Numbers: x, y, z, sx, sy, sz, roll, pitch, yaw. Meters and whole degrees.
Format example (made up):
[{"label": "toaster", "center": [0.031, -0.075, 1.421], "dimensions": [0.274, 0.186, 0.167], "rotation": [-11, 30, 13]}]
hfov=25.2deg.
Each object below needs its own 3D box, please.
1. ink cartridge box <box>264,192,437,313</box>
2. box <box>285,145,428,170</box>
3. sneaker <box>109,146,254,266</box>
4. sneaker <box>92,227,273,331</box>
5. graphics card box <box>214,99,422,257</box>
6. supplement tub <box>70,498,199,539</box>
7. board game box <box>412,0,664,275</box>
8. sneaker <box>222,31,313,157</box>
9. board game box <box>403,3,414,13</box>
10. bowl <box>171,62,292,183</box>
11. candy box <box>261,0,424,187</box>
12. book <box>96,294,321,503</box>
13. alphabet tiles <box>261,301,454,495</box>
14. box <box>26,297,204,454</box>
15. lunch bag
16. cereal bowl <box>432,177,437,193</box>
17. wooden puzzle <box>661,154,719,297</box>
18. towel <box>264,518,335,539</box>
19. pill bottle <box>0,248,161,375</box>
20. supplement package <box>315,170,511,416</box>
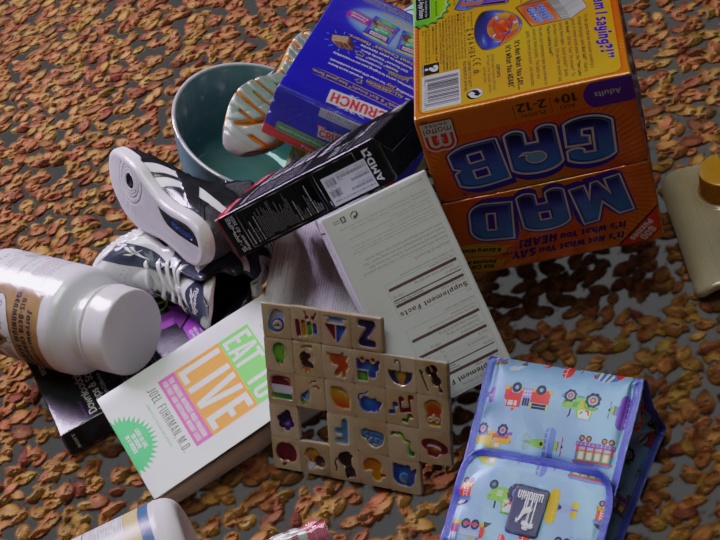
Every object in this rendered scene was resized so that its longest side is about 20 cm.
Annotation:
[{"label": "ink cartridge box", "center": [0.000, 0.000, 1.668], "dimensions": [0.198, 0.050, 0.162], "rotation": [-1, 62, 21]}, {"label": "box", "center": [0.020, -0.138, 1.765], "dimensions": [0.198, 0.076, 0.050], "rotation": [-17, 62, -29]}, {"label": "sneaker", "center": [-0.176, -0.076, 1.709], "dimensions": [0.111, 0.074, 0.200], "rotation": [-19, 44, -33]}, {"label": "sneaker", "center": [-0.189, 0.013, 1.695], "dimensions": [0.197, 0.080, 0.130], "rotation": [-2, 28, -3]}, {"label": "graphics card box", "center": [-0.034, -0.091, 1.583], "dimensions": [0.199, 0.051, 0.126], "rotation": [-27, 11, 28]}, {"label": "supplement tub", "center": [-0.225, 0.300, 1.393], "dimensions": [0.199, 0.145, 0.145], "rotation": [-25, 39, -3]}, {"label": "board game box", "center": [0.169, -0.150, 1.544], "dimensions": [0.198, 0.201, 0.201], "rotation": [-11, 42, 12]}, {"label": "sneaker", "center": [-0.090, -0.179, 1.760], "dimensions": [0.078, 0.077, 0.200], "rotation": [40, 49, 1]}, {"label": "board game box", "center": [0.056, -0.227, 1.888], "dimensions": [0.199, 0.105, 0.103], "rotation": [-34, 40, -15]}, {"label": "bowl", "center": [-0.124, -0.129, 1.828], "dimensions": [0.199, 0.105, 0.202], "rotation": [10, 47, -11]}, {"label": "candy box", "center": [0.012, -0.194, 1.708], "dimensions": [0.168, 0.077, 0.201], "rotation": [26, 45, 2]}, {"label": "book", "center": [-0.145, 0.129, 1.599], "dimensions": [0.199, 0.048, 0.134], "rotation": [-33, 60, -8]}, {"label": "alphabet tiles", "center": [-0.003, 0.119, 1.489], "dimensions": [0.198, 0.169, 0.008], "rotation": [7, 19, 30]}, {"label": "box", "center": [-0.247, 0.098, 1.718], "dimensions": [0.199, 0.036, 0.143], "rotation": [-30, 40, -8]}, {"label": "lunch bag", "center": [0.162, 0.191, 1.401], "dimensions": [0.149, 0.094, 0.201], "rotation": [6, 60, 29]}, {"label": "cereal bowl", "center": [0.180, -0.095, 1.697], "dimensions": [0.198, 0.084, 0.201], "rotation": [-13, 41, 12]}, {"label": "wooden puzzle", "center": [0.408, -0.068, 1.591], "dimensions": [0.198, 0.047, 0.186], "rotation": [-16, 40, 8]}, {"label": "towel", "center": [-0.090, 0.308, 1.324], "dimensions": [0.198, 0.147, 0.030], "rotation": [-25, 10, -3]}, {"label": "pill bottle", "center": [-0.310, 0.048, 1.686], "dimensions": [0.199, 0.115, 0.115], "rotation": [11, 50, 35]}, {"label": "supplement package", "center": [0.049, 0.021, 1.520], "dimensions": [0.109, 0.202, 0.114], "rotation": [-25, 3, -4]}]
